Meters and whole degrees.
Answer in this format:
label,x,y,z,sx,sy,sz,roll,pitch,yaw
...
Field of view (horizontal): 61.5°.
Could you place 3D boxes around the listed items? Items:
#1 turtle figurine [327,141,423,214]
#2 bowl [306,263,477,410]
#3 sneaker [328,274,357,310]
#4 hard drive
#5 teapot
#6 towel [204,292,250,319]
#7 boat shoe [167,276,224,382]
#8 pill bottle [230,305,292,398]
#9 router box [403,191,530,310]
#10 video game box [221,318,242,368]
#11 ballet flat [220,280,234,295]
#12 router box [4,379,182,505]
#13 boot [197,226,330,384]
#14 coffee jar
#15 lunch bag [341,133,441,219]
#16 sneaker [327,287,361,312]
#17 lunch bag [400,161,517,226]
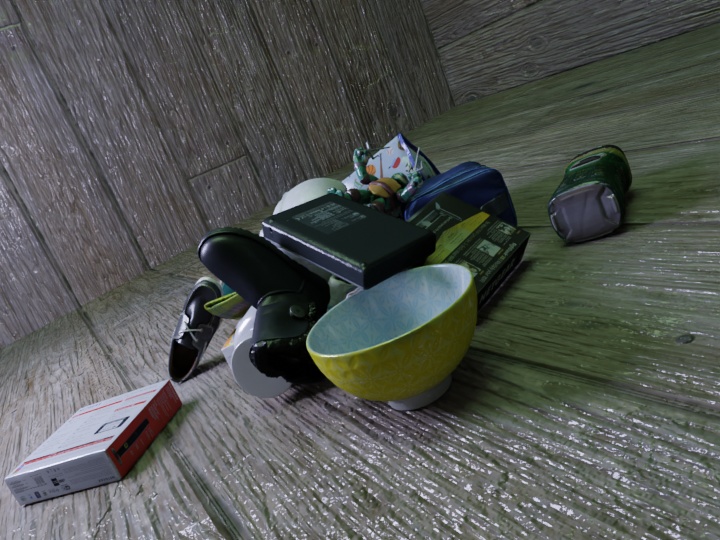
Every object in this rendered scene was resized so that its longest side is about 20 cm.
label,x,y,z,sx,sy,sz,roll,pitch,yaw
turtle figurine,0.037,-0.139,1.011,0.147,0.103,0.200,16,39,31
bowl,0.048,0.086,0.671,0.196,0.110,0.201,-23,14,6
sneaker,0.000,0.000,1.039,0.073,0.089,0.200,18,37,17
hard drive,-0.017,-0.046,0.798,0.138,0.034,0.198,-26,37,-38
teapot,-0.101,-0.073,1.074,0.142,0.202,0.202,7,59,0
towel,-0.182,0.039,1.041,0.141,0.023,0.200,-31,-7,0
boat shoe,-0.289,0.106,1.056,0.068,0.070,0.203,-78,13,-66
pill bottle,-0.119,0.095,0.881,0.117,0.122,0.201,-20,16,12
router box,0.131,-0.024,0.864,0.155,0.053,0.199,29,43,24
video game box,-0.141,0.084,1.091,0.179,0.048,0.201,-26,15,11
ballet flat,-0.193,-0.016,1.021,0.069,0.070,0.200,-35,-3,-35
router box,-0.395,0.255,0.913,0.196,0.050,0.180,-19,16,19
boot,-0.120,0.043,0.749,0.077,0.197,0.170,-52,21,26
coffee jar,0.356,-0.123,0.928,0.102,0.087,0.200,-17,18,35
lunch bag,0.082,-0.145,1.194,0.168,0.126,0.199,-33,-25,20
sneaker,0.008,0.058,0.881,0.076,0.082,0.198,-34,17,-29
lunch bag,0.159,-0.093,1.037,0.196,0.138,0.133,-26,14,0
